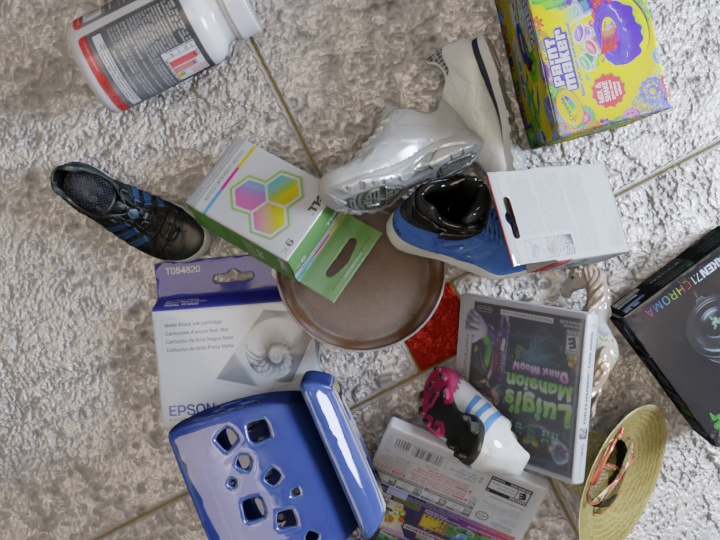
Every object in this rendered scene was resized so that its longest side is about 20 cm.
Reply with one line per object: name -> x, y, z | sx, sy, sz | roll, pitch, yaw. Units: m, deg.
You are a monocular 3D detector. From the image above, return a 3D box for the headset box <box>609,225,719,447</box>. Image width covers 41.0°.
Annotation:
headset box -> 0.418, 0.079, 1.119 | 0.174, 0.093, 0.200 | -36, 92, 4

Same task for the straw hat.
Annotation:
straw hat -> 0.272, 0.228, 1.124 | 0.085, 0.201, 0.202 | 20, 95, 39

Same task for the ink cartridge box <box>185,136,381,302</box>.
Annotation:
ink cartridge box -> -0.088, -0.060, 1.102 | 0.199, 0.059, 0.104 | 30, 73, 18

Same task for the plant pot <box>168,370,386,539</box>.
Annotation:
plant pot -> -0.080, 0.220, 1.055 | 0.179, 0.200, 0.201 | -24, 89, -2

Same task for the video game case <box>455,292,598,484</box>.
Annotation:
video game case -> 0.179, 0.127, 1.092 | 0.023, 0.200, 0.183 | 1, 94, -37

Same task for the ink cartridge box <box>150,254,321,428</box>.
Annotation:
ink cartridge box -> -0.149, 0.083, 1.164 | 0.198, 0.041, 0.201 | -6, 93, 2

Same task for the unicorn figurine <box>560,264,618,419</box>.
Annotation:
unicorn figurine -> 0.261, 0.077, 1.114 | 0.073, 0.200, 0.138 | 6, 116, -12

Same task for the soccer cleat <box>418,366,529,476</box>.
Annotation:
soccer cleat -> 0.126, 0.175, 1.093 | 0.086, 0.200, 0.070 | 23, 102, -18

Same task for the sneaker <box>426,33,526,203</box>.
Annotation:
sneaker -> 0.140, -0.171, 1.132 | 0.080, 0.076, 0.201 | -16, 89, 15

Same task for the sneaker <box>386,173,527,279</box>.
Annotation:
sneaker -> 0.139, -0.051, 1.091 | 0.199, 0.111, 0.077 | 13, 65, -13

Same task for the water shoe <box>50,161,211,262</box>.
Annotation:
water shoe -> -0.275, -0.064, 1.140 | 0.199, 0.079, 0.072 | 24, 94, 0

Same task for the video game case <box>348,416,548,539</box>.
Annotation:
video game case -> 0.096, 0.286, 1.148 | 0.199, 0.023, 0.183 | 22, 114, 0

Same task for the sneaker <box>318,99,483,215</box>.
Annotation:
sneaker -> 0.033, -0.132, 1.084 | 0.199, 0.078, 0.100 | -22, 70, -21

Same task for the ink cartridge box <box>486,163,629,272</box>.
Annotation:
ink cartridge box -> 0.209, -0.057, 1.073 | 0.199, 0.050, 0.110 | -8, 79, -38

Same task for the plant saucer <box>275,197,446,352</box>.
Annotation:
plant saucer -> 0.000, 0.000, 1.135 | 0.199, 0.032, 0.201 | 1, 74, -2

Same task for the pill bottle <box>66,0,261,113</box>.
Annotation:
pill bottle -> -0.223, -0.274, 1.108 | 0.199, 0.116, 0.116 | -26, 92, 3

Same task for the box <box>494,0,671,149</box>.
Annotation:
box -> 0.234, -0.249, 1.056 | 0.121, 0.193, 0.201 | -14, 93, 3
